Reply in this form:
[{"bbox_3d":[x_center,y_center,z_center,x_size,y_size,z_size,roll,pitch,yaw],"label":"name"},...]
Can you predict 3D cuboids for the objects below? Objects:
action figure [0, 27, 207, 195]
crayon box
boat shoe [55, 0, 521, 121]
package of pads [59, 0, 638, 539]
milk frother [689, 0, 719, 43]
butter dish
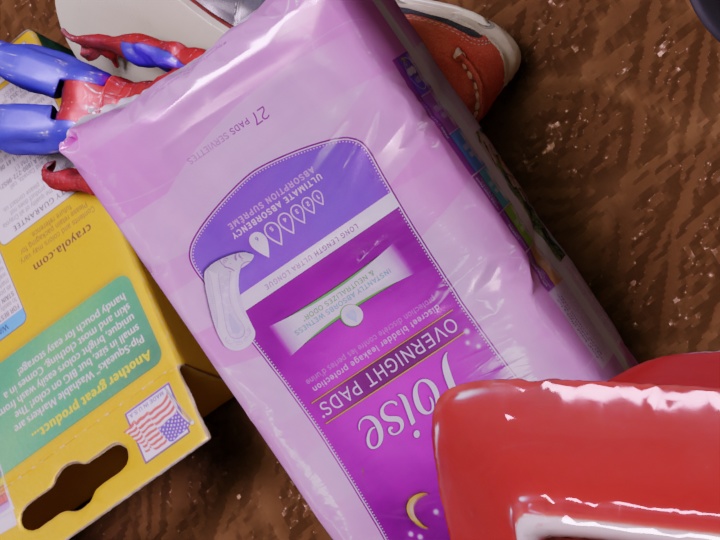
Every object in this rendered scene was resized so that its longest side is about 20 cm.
[{"bbox_3d":[-0.111,-0.064,0.927,0.200,0.052,0.065,11,80,21],"label":"action figure"},{"bbox_3d":[-0.130,0.021,0.971,0.126,0.052,0.200,-35,62,18],"label":"crayon box"},{"bbox_3d":[-0.033,-0.089,0.938,0.200,0.071,0.063,17,44,35],"label":"boat shoe"},{"bbox_3d":[0.000,0.000,0.839,0.120,0.076,0.200,-33,93,19],"label":"package of pads"},{"bbox_3d":[0.214,-0.128,0.753,0.180,0.200,0.188,36,127,12],"label":"milk frother"},{"bbox_3d":[0.144,0.095,0.745,0.199,0.148,0.200,2,120,30],"label":"butter dish"}]
